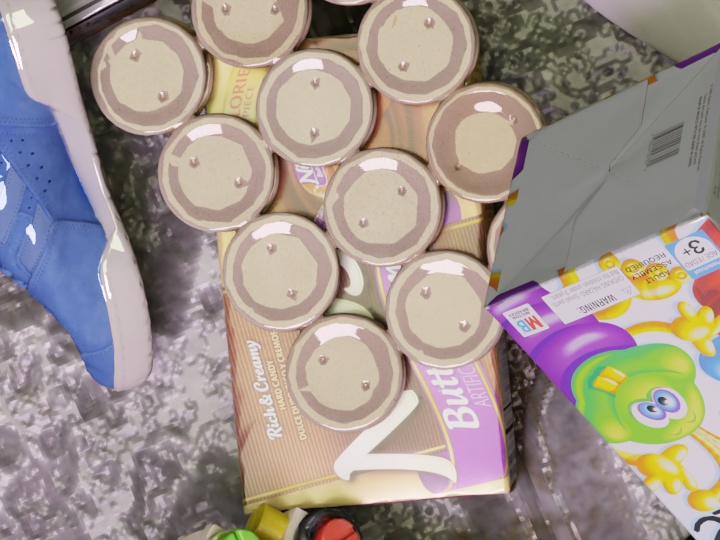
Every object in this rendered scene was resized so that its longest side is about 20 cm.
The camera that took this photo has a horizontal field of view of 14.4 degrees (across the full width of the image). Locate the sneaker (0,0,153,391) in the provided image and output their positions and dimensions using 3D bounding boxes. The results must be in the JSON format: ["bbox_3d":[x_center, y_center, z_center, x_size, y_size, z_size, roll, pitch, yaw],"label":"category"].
[{"bbox_3d":[-0.159,-0.026,1.191,0.111,0.077,0.200,-18,121,-6],"label":"sneaker"}]

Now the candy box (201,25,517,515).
[{"bbox_3d":[0.000,0.000,1.214,0.117,0.056,0.200,-5,90,8],"label":"candy box"}]

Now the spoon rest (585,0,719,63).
[{"bbox_3d":[0.146,-0.114,1.186,0.099,0.061,0.200,-30,67,7],"label":"spoon rest"}]

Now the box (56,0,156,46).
[{"bbox_3d":[-0.149,-0.152,1.226,0.200,0.060,0.117,-26,89,7],"label":"box"}]

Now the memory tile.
[{"bbox_3d":[-0.004,-0.047,1.178,0.153,0.017,0.200,-33,87,8],"label":"memory tile"}]

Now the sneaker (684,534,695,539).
[{"bbox_3d":[0.120,0.199,1.174,0.199,0.076,0.114,-35,91,-21],"label":"sneaker"}]

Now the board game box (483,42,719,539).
[{"bbox_3d":[0.153,0.028,1.113,0.103,0.105,0.200,-24,122,32],"label":"board game box"}]

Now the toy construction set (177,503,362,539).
[{"bbox_3d":[-0.021,0.174,1.180,0.200,0.092,0.131,39,59,-30],"label":"toy construction set"}]
